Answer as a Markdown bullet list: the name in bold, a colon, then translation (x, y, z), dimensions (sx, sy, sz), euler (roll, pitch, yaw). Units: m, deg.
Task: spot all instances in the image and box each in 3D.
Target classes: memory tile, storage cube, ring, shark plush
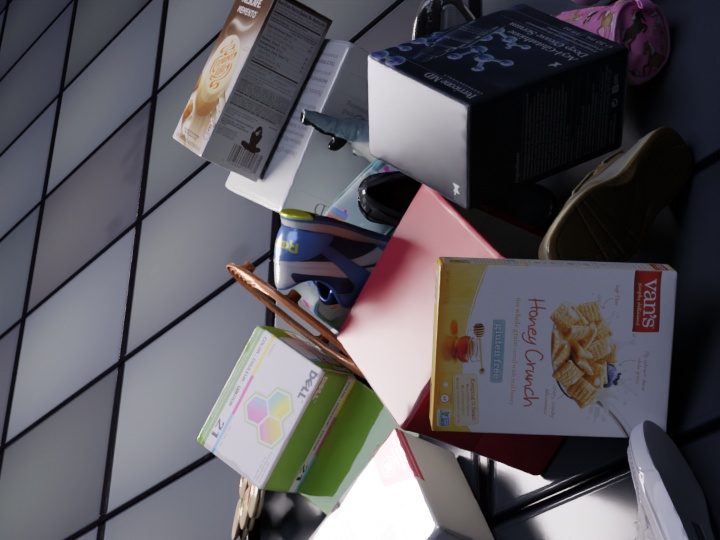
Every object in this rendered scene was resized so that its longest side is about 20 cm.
- **memory tile**: translation (-0.119, 0.205, 1.714), dimensions (0.153, 0.017, 0.201), euler (118, 161, -63)
- **storage cube**: translation (0.112, 0.052, 1.365), dimensions (0.181, 0.170, 0.200), euler (-60, 32, 13)
- **ring**: translation (-0.053, 0.051, 1.507), dimensions (0.019, 0.200, 0.200), euler (-53, 30, -9)
- **shark plush**: translation (0.029, -0.154, 1.619), dimensions (0.091, 0.198, 0.084), euler (131, 140, -77)

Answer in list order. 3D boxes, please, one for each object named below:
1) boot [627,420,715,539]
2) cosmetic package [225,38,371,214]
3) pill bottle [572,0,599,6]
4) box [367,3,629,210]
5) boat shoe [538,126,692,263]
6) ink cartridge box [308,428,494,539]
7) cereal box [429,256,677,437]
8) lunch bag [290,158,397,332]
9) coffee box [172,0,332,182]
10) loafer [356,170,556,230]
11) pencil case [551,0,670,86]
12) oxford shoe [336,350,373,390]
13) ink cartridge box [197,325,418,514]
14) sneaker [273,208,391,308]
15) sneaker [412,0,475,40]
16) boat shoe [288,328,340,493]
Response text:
- **boot**: translation (0.228, 0.221, 1.166), dimensions (0.095, 0.073, 0.201), euler (-39, 41, 27)
- **cosmetic package**: translation (-0.022, -0.144, 1.704), dimensions (0.166, 0.167, 0.201), euler (24, 91, 60)
- **pill bottle**: translation (0.275, -0.340, 1.426), dimensions (0.200, 0.112, 0.113), euler (-29, 47, 45)
- **box**: translation (0.127, -0.157, 1.378), dimensions (0.148, 0.199, 0.108), euler (33, 136, 43)
- **boat shoe**: translation (0.219, -0.051, 1.309), dimensions (0.200, 0.074, 0.066), euler (-39, 7, -32)
- **ink cartridge box**: translation (0.027, 0.280, 1.431), dimensions (0.200, 0.084, 0.146), euler (-52, 34, 20)
- **cereal box**: translation (0.159, 0.064, 1.228), dimensions (0.040, 0.198, 0.145), euler (-94, 5, -80)
- **lunch bag**: translation (0.008, -0.028, 1.574), dimensions (0.077, 0.160, 0.200), euler (43, 91, 17)
- **coffee box**: translation (-0.124, -0.216, 1.670), dimensions (0.201, 0.079, 0.114), euler (-64, 29, 4)
- **loafer**: translation (0.096, -0.065, 1.456), dimensions (0.070, 0.199, 0.069), euler (97, 176, -87)
- **pencil case**: translation (0.218, -0.221, 1.468), dimensions (0.083, 0.087, 0.199), euler (-43, 23, -23)
- **oxford shoe**: translation (0.039, 0.060, 1.589), dimensions (0.200, 0.072, 0.085), euler (-53, 3, 35)
- **ink cartridge box**: translation (-0.054, 0.171, 1.560), dimensions (0.199, 0.076, 0.149), euler (32, 97, 32)
- **sneaker**: translation (0.000, 0.000, 1.442), dimensions (0.074, 0.199, 0.083), euler (15, 89, 64)
- **sneaker**: translation (0.103, -0.232, 1.566), dimensions (0.074, 0.201, 0.116), euler (-13, 41, 13)
- **boat shoe**: translation (-0.055, 0.151, 1.667), dimensions (0.066, 0.070, 0.201), euler (29, 103, 58)
